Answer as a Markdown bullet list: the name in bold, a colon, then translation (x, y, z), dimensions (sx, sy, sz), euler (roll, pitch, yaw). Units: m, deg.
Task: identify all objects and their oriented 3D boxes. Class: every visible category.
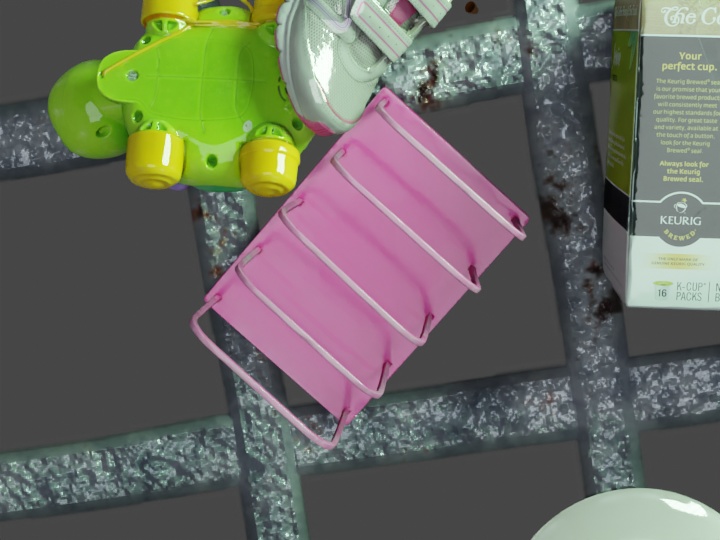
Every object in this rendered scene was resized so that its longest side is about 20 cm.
- **tea box**: translation (0.266, -0.079, 0.947), dimensions (0.198, 0.134, 0.199), euler (3, 100, 3)
- **file sorter**: translation (0.000, 0.000, 0.979), dimensions (0.139, 0.125, 0.200), euler (41, 99, -3)
- **dinner plate**: translation (0.203, 0.259, 1.061), dimensions (0.198, 0.024, 0.202), euler (1, 99, 4)
- **turtle toy**: translation (-0.114, -0.112, 0.978), dimensions (0.198, 0.101, 0.147), euler (3, 73, 2)
- **sneaker**: translation (0.013, -0.180, 0.931), dimensions (0.088, 0.081, 0.202), euler (9, 75, 41)
